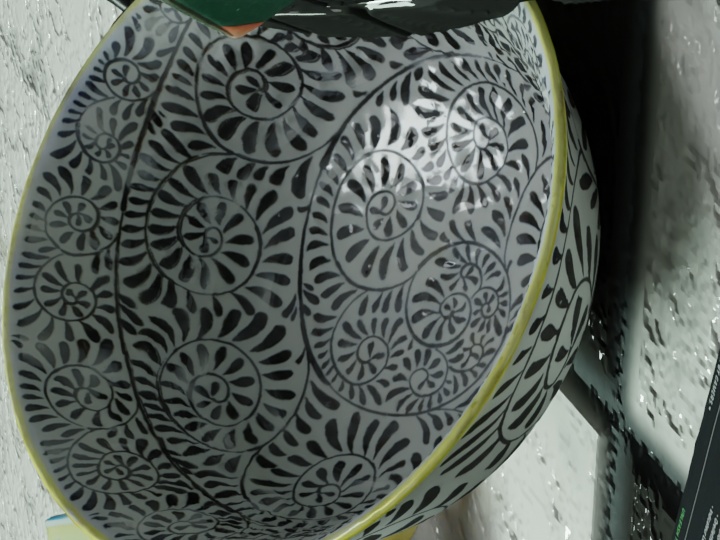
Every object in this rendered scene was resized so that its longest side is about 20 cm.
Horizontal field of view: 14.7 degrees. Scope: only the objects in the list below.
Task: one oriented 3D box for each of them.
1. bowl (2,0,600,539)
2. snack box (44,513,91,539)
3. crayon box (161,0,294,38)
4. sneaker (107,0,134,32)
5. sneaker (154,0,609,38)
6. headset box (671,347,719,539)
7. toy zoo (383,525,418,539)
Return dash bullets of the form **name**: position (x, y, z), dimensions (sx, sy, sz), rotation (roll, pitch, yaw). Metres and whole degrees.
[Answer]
- **bowl**: position (0.000, 0.000, 0.806), dimensions (0.201, 0.094, 0.201), rotation (-15, 64, 34)
- **snack box**: position (-0.112, 0.215, 1.373), dimensions (0.116, 0.037, 0.200), rotation (161, 99, -71)
- **crayon box**: position (0.013, -0.162, 0.642), dimensions (0.127, 0.200, 0.051), rotation (61, -167, 18)
- **sneaker**: position (-0.047, -0.062, 0.980), dimensions (0.200, 0.084, 0.077), rotation (-121, 28, -48)
- **sneaker**: position (0.016, -0.125, 0.718), dimensions (0.200, 0.076, 0.116), rotation (-2, 81, 37)
- **headset box**: position (0.136, 0.119, 0.516), dimensions (0.200, 0.093, 0.174), rotation (-119, 27, -45)
- **toy zoo**: position (-0.035, 0.059, 0.980), dimensions (0.131, 0.020, 0.200), rotation (-54, 45, 18)
